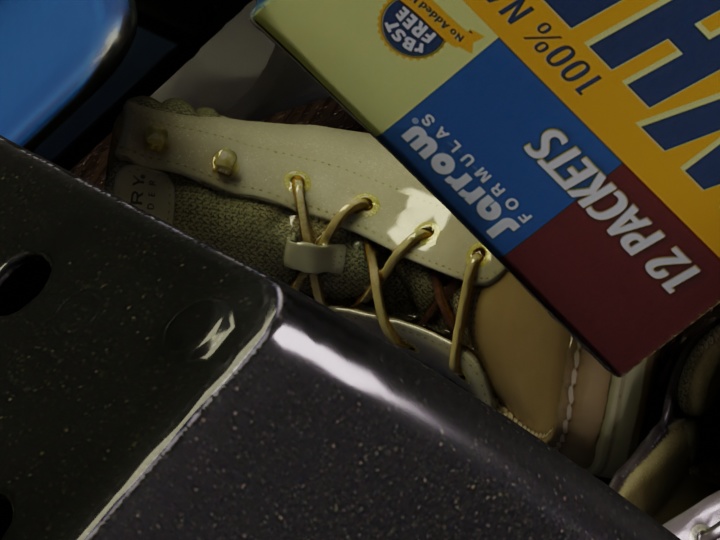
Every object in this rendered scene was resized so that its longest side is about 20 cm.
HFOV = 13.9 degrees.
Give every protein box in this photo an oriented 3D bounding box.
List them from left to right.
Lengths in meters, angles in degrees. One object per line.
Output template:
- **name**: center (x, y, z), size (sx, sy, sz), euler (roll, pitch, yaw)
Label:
- **protein box**: center (0.101, -0.118, 0.766), size (0.198, 0.135, 0.200), euler (-39, 16, 27)

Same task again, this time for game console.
- **game console**: center (-0.116, -0.024, 0.910), size (0.200, 0.171, 0.118), euler (-41, 61, 16)

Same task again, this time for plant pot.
- **plant pot**: center (-0.048, 0.086, 0.607), size (0.200, 0.177, 0.199), euler (-48, 39, -13)

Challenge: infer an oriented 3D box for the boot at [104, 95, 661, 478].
- **boot**: center (0.000, 0.000, 0.856), size (0.154, 0.072, 0.200), euler (11, 13, -12)

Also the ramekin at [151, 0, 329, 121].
- **ramekin**: center (-0.039, -0.151, 1.055), size (0.098, 0.201, 0.200), euler (-15, 13, -34)

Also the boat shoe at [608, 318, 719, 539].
- **boat shoe**: center (0.112, 0.039, 0.754), size (0.073, 0.065, 0.200), euler (-13, 27, 36)
